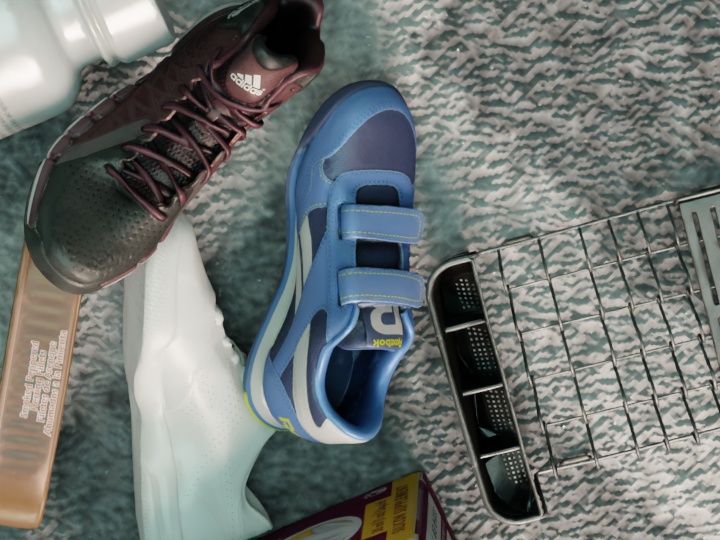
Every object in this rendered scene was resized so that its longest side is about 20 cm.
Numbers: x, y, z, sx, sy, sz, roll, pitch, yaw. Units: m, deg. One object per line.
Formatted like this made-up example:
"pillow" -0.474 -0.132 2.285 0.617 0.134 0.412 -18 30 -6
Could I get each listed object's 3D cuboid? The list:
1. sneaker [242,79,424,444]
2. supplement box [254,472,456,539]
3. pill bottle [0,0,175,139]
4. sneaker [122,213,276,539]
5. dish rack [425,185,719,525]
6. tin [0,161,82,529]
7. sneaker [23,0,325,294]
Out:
"sneaker" 0.000 0.000 1.355 0.074 0.082 0.201 2 105 -36
"supplement box" -0.037 0.206 1.396 0.200 0.131 0.103 -24 101 7
"pill bottle" -0.204 -0.123 1.325 0.200 0.114 0.115 -22 102 2
"sneaker" -0.083 0.058 1.399 0.088 0.075 0.201 -5 110 -10
"dish rack" 0.147 0.039 1.388 0.199 0.055 0.154 -15 104 5
"tin" -0.172 0.042 1.370 0.042 0.112 0.201 9 105 -10
"sneaker" -0.087 -0.078 1.289 0.076 0.115 0.200 43 62 -14
